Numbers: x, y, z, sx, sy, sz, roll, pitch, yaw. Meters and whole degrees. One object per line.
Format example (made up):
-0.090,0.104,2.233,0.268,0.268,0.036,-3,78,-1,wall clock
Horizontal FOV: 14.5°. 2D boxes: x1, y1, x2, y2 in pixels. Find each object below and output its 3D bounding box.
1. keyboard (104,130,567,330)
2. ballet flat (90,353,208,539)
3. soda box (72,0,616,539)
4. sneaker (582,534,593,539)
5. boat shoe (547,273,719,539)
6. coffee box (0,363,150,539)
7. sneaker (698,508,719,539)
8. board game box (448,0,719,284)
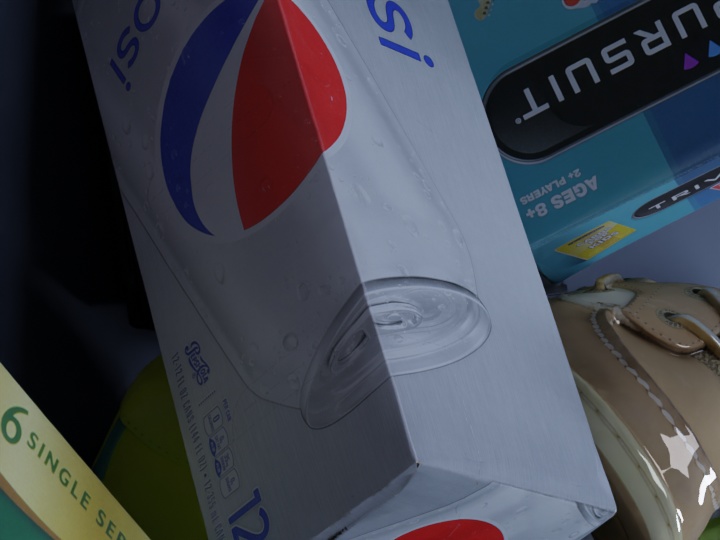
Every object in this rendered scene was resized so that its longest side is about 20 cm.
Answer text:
0.000,0.000,0.774,0.200,0.021,0.128,-4,81,-56,keyboard
0.013,0.085,0.709,0.200,0.067,0.067,32,99,-29,ballet flat
-0.011,-0.020,0.649,0.068,0.063,0.201,17,46,-42,soda box
0.063,0.153,0.770,0.074,0.087,0.201,31,59,-50,sneaker
0.073,0.028,0.718,0.071,0.064,0.200,60,3,-3,boat shoe
-0.096,0.126,0.576,0.123,0.044,0.200,55,41,-35,coffee box
0.121,0.042,0.900,0.200,0.072,0.083,-28,105,-55,sneaker
0.071,-0.121,0.727,0.201,0.151,0.047,66,9,15,board game box
